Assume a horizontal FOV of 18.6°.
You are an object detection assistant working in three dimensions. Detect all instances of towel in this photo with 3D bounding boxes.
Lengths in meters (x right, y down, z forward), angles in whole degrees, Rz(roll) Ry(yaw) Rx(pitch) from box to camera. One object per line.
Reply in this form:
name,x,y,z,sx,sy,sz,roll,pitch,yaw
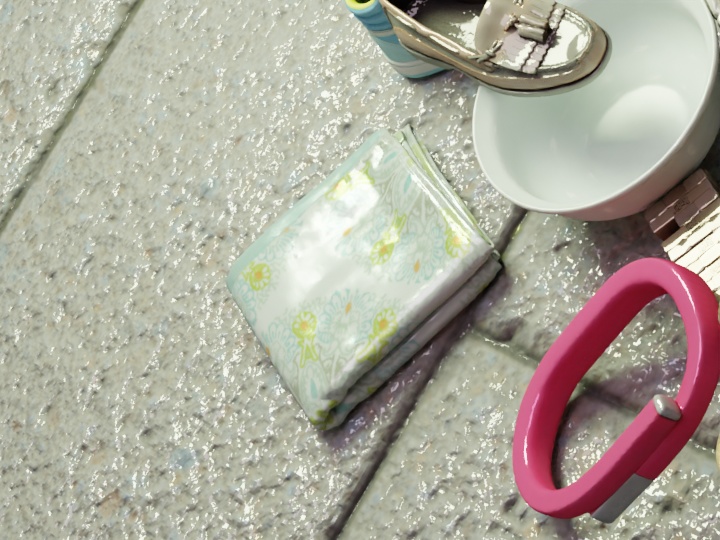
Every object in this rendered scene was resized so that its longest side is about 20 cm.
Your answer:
towel,0.000,0.000,1.694,0.200,0.048,0.171,-44,47,11

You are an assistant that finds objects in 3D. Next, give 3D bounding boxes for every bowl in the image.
bowl,0.187,-0.112,1.579,0.200,0.090,0.202,-21,53,29

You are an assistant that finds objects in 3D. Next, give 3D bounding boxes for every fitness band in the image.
fitness band,0.169,0.082,1.477,0.200,0.037,0.144,-52,32,32

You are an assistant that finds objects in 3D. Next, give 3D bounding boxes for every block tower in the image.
block tower,0.258,0.018,1.479,0.058,0.054,0.200,-40,48,14

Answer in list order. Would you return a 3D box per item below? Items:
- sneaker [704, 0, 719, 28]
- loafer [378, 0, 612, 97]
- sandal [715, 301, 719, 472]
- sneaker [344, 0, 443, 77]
sneaker,0.303,-0.171,1.498,0.085,0.077,0.200,-46,53,20
loafer,0.089,-0.175,1.588,0.200,0.063,0.072,17,74,44
sandal,0.259,0.031,1.385,0.077,0.070,0.213,1,67,38
sneaker,0.077,-0.227,1.703,0.199,0.130,0.080,-24,52,25
